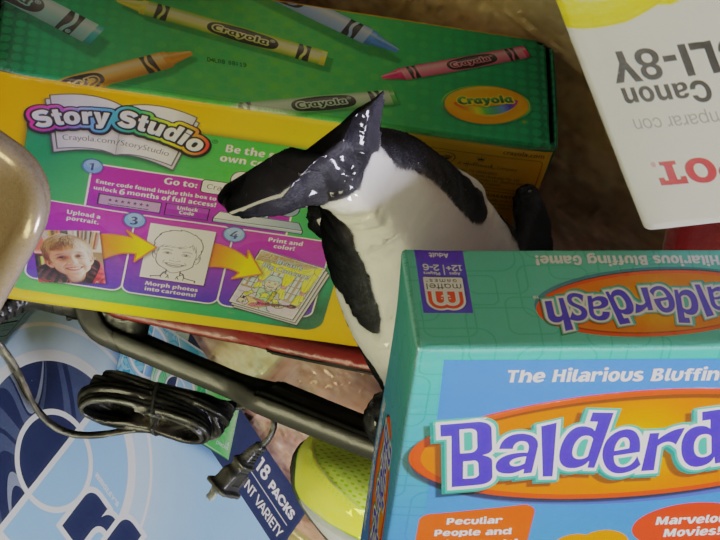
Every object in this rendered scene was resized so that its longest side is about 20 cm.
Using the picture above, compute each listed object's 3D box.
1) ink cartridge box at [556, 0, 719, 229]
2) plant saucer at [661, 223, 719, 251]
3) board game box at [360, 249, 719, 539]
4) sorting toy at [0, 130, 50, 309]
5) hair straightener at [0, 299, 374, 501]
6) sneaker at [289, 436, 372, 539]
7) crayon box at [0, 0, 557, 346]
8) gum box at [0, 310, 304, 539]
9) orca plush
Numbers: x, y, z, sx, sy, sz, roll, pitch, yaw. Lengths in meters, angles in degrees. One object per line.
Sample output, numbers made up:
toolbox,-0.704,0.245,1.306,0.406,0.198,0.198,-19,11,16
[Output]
ink cartridge box,0.126,-0.119,0.765,0.145,0.083,0.200,-5,119,38
plant saucer,0.193,0.060,0.901,0.200,0.037,0.200,20,137,15
board game box,0.079,0.075,0.877,0.152,0.045,0.200,0,136,-7
sorting toy,-0.206,-0.039,0.918,0.200,0.036,0.185,38,140,1
hair straightener,-0.057,0.052,1.016,0.200,0.041,0.077,12,97,7
sneaker,0.068,0.075,1.038,0.200,0.078,0.090,6,131,14
crayon box,-0.040,-0.037,0.954,0.200,0.058,0.119,8,137,-8
gum box,-0.122,0.105,1.085,0.045,0.200,0.170,-9,123,41
orca plush,0.000,0.000,0.896,0.071,0.105,0.200,23,177,31
